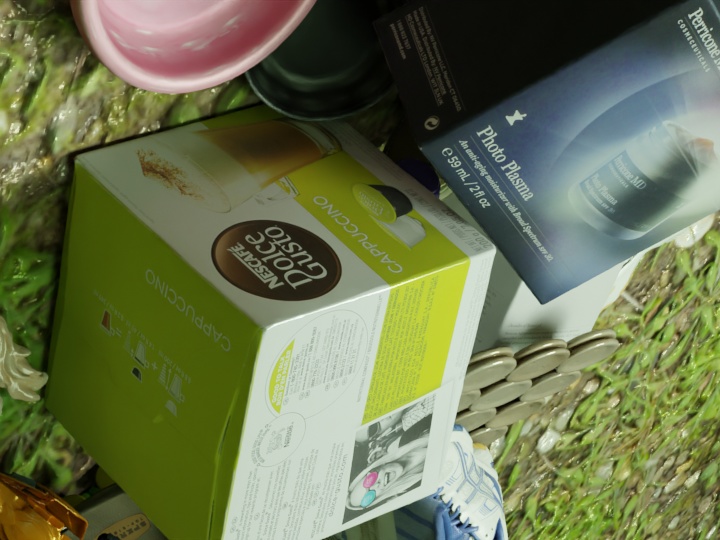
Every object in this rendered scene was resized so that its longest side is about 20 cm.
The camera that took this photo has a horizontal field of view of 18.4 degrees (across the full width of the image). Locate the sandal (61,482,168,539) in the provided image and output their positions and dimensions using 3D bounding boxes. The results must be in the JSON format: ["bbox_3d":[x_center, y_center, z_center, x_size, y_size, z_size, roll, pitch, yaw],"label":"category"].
[{"bbox_3d":[-0.205,0.211,1.502,0.199,0.054,0.081,-33,107,9],"label":"sandal"}]

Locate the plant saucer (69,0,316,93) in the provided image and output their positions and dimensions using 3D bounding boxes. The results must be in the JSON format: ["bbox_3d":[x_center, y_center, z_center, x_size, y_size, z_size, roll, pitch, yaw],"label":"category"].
[{"bbox_3d":[-0.094,-0.203,1.306,0.200,0.051,0.202,-29,139,-29],"label":"plant saucer"}]

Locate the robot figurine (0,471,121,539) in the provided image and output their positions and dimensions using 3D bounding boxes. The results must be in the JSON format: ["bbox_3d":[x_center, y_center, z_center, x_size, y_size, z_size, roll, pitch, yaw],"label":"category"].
[{"bbox_3d":[-0.210,0.213,1.449,0.200,0.058,0.145,42,89,-13],"label":"robot figurine"}]

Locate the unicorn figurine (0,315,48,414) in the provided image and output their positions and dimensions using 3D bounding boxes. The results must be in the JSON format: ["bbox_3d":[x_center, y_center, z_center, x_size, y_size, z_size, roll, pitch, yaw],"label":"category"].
[{"bbox_3d":[-0.289,0.090,1.347,0.200,0.073,0.138,-48,138,-29],"label":"unicorn figurine"}]

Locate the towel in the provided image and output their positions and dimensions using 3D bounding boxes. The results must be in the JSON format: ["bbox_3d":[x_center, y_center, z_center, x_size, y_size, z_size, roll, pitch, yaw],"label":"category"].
[{"bbox_3d":[-0.014,0.152,1.575,0.024,0.199,0.147,-48,153,-24],"label":"towel"}]

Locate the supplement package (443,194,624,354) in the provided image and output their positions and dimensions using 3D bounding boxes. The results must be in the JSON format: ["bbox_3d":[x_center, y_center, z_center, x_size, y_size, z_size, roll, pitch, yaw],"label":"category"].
[{"bbox_3d":[0.122,-0.036,1.633,0.119,0.121,0.201,-1,123,-47],"label":"supplement package"}]

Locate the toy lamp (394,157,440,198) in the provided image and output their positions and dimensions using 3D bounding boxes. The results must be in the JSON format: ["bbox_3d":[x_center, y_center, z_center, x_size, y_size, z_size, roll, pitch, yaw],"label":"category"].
[{"bbox_3d":[0.000,0.000,1.537,0.058,0.058,0.201,-16,149,-38],"label":"toy lamp"}]

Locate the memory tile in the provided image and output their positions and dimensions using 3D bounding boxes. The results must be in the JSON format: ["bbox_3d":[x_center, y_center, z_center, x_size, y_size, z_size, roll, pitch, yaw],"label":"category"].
[{"bbox_3d":[0.086,0.095,1.616,0.152,0.017,0.200,-8,157,-37],"label":"memory tile"}]

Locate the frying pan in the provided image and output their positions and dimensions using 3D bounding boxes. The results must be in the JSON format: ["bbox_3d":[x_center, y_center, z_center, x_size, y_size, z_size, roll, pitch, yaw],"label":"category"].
[{"bbox_3d":[0.012,-0.165,1.420,0.189,0.031,0.115,-27,128,5],"label":"frying pan"}]

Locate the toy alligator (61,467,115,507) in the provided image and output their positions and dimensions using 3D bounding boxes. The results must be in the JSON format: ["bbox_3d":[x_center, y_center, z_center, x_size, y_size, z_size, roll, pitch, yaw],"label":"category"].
[{"bbox_3d":[-0.152,0.161,1.565,0.200,0.054,0.060,-39,144,-16],"label":"toy alligator"}]

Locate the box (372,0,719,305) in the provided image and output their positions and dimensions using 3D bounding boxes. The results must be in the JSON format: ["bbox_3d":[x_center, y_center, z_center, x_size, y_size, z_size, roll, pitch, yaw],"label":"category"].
[{"bbox_3d":[0.146,-0.111,1.405,0.197,0.124,0.200,-29,140,12],"label":"box"}]

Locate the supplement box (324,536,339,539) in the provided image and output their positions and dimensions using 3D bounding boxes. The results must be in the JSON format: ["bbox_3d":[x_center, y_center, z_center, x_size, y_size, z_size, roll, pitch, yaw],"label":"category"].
[{"bbox_3d":[-0.003,0.127,1.695,0.109,0.061,0.201,-38,144,-17],"label":"supplement box"}]

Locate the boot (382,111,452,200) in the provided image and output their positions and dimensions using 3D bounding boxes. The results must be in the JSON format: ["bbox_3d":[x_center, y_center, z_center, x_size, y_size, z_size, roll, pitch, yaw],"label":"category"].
[{"bbox_3d":[0.057,-0.151,1.502,0.201,0.072,0.155,-53,145,-5],"label":"boot"}]

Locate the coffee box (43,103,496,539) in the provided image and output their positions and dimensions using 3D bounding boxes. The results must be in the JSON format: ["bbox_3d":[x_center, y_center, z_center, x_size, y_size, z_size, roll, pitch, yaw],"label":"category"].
[{"bbox_3d":[-0.064,0.038,1.425,0.197,0.199,0.201,-18,134,-38],"label":"coffee box"}]

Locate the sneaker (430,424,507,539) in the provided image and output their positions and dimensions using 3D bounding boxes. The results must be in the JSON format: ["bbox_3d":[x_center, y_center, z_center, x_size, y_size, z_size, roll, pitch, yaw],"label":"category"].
[{"bbox_3d":[0.066,0.170,1.637,0.075,0.089,0.200,-26,161,18],"label":"sneaker"}]

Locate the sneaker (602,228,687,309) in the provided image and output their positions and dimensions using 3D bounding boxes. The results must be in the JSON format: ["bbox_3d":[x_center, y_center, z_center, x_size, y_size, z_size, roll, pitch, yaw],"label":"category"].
[{"bbox_3d":[0.209,-0.050,1.756,0.201,0.076,0.088,-53,145,2],"label":"sneaker"}]
